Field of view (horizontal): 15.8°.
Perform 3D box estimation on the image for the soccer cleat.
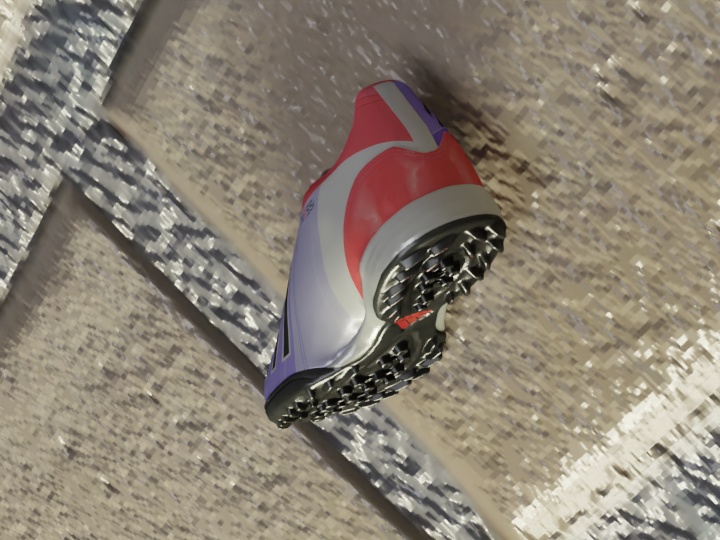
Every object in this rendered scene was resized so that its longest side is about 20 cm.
[{"bbox_3d":[0.000,0.000,1.029,0.073,0.068,0.200,66,155,19],"label":"soccer cleat"}]
